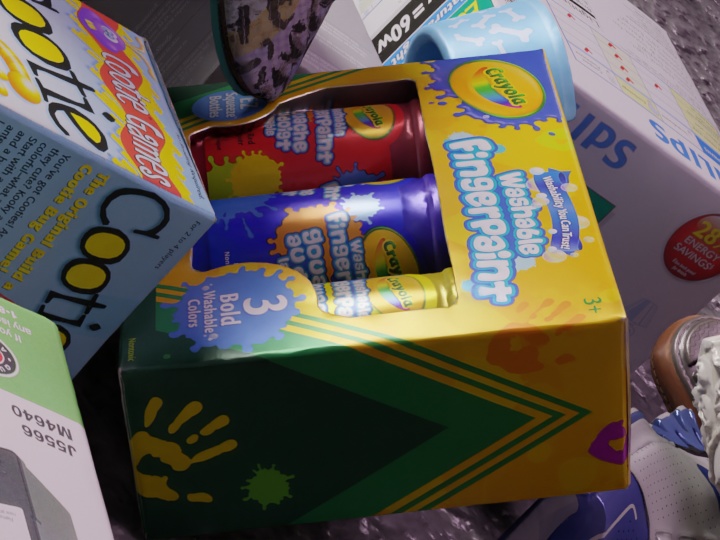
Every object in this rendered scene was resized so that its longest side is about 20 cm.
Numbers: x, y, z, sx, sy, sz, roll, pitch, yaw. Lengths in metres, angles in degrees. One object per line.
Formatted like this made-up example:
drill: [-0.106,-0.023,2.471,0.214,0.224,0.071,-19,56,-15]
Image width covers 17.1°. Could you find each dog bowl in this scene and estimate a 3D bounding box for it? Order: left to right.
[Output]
dog bowl: [0.055,-0.015,1.009,0.049,0.111,0.201,-4,82,-15]

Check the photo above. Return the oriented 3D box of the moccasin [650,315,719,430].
moccasin: [0.199,0.106,1.137,0.201,0.078,0.074,48,59,-19]

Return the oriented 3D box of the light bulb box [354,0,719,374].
light bulb box: [0.079,-0.078,1.212,0.198,0.125,0.200,32,24,-31]

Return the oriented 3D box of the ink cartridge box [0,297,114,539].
ink cartridge box: [-0.132,0.079,0.573,0.145,0.084,0.200,27,26,-38]

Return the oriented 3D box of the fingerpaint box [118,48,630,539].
fingerpaint box: [0.000,0.000,0.856,0.166,0.074,0.200,-5,31,-1]

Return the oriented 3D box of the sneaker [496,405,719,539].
sneaker: [0.135,0.122,0.997,0.115,0.081,0.199,47,19,15]

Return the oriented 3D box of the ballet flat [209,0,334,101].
ballet flat: [-0.022,-0.164,0.907,0.072,0.072,0.202,20,61,-47]

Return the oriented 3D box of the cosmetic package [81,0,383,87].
cosmetic package: [-0.060,-0.111,1.077,0.107,0.090,0.200,29,22,-34]

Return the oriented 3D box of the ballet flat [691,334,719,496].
ballet flat: [0.187,0.116,0.953,0.201,0.072,0.072,57,22,4]

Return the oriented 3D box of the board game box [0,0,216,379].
board game box: [-0.161,-0.051,0.742,0.199,0.105,0.103,28,25,-37]
